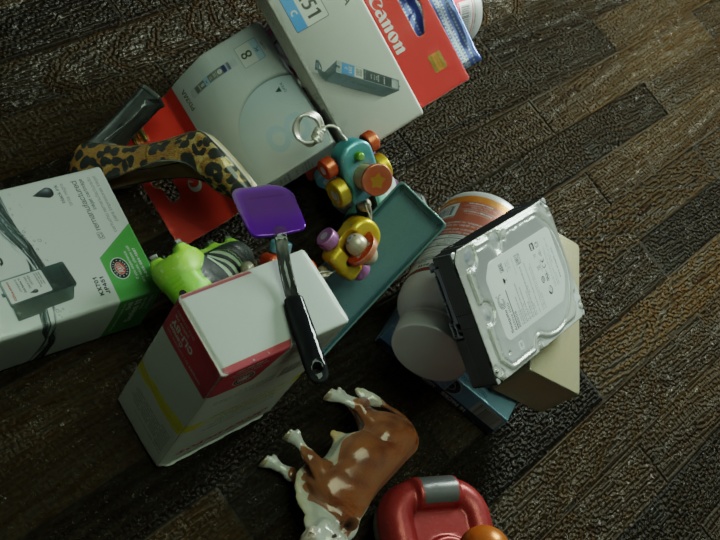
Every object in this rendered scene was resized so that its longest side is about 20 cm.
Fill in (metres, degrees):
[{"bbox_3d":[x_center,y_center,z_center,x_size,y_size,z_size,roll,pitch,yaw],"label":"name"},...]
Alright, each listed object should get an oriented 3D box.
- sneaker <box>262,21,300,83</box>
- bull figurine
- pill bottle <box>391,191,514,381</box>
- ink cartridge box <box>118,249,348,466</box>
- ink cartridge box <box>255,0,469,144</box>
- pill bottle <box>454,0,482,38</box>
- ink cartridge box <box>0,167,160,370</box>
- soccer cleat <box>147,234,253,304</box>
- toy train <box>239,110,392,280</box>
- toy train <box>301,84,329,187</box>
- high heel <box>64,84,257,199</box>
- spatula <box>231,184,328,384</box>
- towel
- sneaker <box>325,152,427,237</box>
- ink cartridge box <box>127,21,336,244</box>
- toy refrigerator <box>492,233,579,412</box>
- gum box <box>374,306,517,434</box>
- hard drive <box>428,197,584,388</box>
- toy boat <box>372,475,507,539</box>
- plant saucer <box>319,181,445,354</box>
[{"bbox_3d":[-0.077,-0.254,1.266,0.081,0.200,0.089,25,35,-35],"label":"sneaker"},{"bbox_3d":[-0.022,0.196,1.112,0.121,0.065,0.200,43,45,6],"label":"bull figurine"},{"bbox_3d":[0.106,0.018,1.213,0.112,0.112,0.201,35,50,-8],"label":"pill bottle"},{"bbox_3d":[-0.123,0.084,1.034,0.144,0.200,0.084,-23,72,-39],"label":"ink cartridge box"},{"bbox_3d":[0.010,-0.249,1.184,0.175,0.045,0.201,-33,101,-14],"label":"ink cartridge box"},{"bbox_3d":[0.057,-0.326,1.453,0.199,0.112,0.113,-25,76,-39],"label":"pill bottle"},{"bbox_3d":[-0.311,0.002,1.045,0.199,0.083,0.147,-20,74,-38],"label":"ink cartridge box"},{"bbox_3d":[-0.147,0.012,1.108,0.081,0.067,0.200,59,13,4],"label":"soccer cleat"},{"bbox_3d":[-0.032,-0.051,1.125,0.149,0.055,0.202,10,98,-38],"label":"toy train"},{"bbox_3d":[-0.033,-0.193,1.273,0.149,0.056,0.201,-20,51,1],"label":"toy train"},{"bbox_3d":[-0.202,-0.084,1.136,0.200,0.071,0.143,38,81,22],"label":"high heel"},{"bbox_3d":[-0.061,0.007,0.971,0.056,0.021,0.202,-10,66,-20],"label":"spatula"},{"bbox_3d":[0.021,-0.253,1.219,0.199,0.024,0.146,-28,97,-14],"label":"towel"},{"bbox_3d":[0.023,-0.091,1.323,0.139,0.078,0.201,23,37,-43],"label":"sneaker"},{"bbox_3d":[-0.149,-0.144,1.189,0.199,0.047,0.161,-32,80,-4],"label":"ink cartridge box"},{"bbox_3d":[0.199,0.051,1.278,0.076,0.070,0.202,26,52,-26],"label":"toy refrigerator"},{"bbox_3d":[0.132,0.060,1.304,0.170,0.045,0.200,39,49,-4],"label":"gum box"},{"bbox_3d":[0.156,0.018,1.155,0.199,0.038,0.141,-27,99,-48],"label":"hard drive"},{"bbox_3d":[0.099,0.288,1.086,0.129,0.131,0.202,2,61,-30],"label":"toy boat"},{"bbox_3d":[0.000,0.000,1.203,0.070,0.019,0.200,43,90,1],"label":"plant saucer"}]
